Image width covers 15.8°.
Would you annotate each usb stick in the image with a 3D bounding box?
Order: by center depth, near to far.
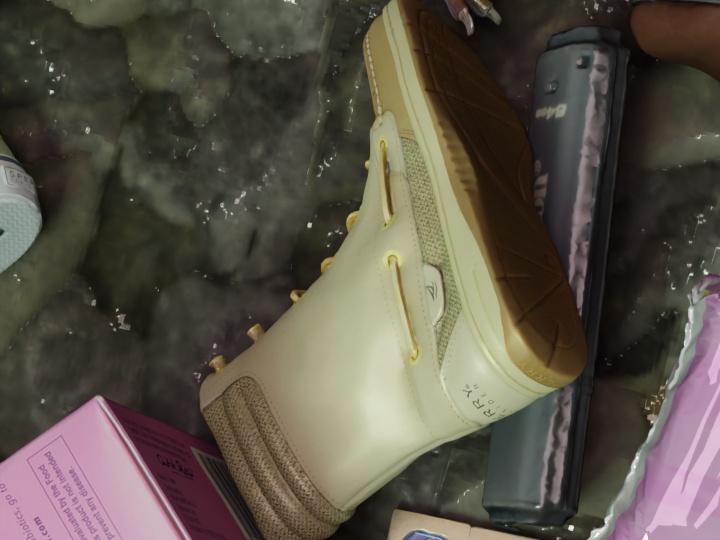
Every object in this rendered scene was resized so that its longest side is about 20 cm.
[{"bbox_3d":[0.079,0.004,1.036,0.032,0.055,0.202,10,82,-17],"label":"usb stick"}]

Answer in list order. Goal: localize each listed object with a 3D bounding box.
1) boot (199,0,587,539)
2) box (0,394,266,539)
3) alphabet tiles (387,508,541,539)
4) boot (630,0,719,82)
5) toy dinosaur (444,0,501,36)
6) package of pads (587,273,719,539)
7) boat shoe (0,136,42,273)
[{"bbox_3d":[0.000,0.000,1.036,0.155,0.073,0.201,-38,48,26],"label":"boot"},{"bbox_3d":[-0.127,0.151,0.986,0.199,0.176,0.097,-36,74,5],"label":"box"},{"bbox_3d":[0.060,0.190,1.036,0.198,0.008,0.169,10,84,12],"label":"alphabet tiles"},{"bbox_3d":[0.165,0.000,1.029,0.187,0.068,0.201,22,93,5],"label":"boot"},{"bbox_3d":[0.081,-0.172,1.005,0.199,0.182,0.106,9,55,-30],"label":"toy dinosaur"},{"bbox_3d":[0.193,0.094,0.957,0.199,0.076,0.121,23,95,2],"label":"package of pads"},{"bbox_3d":[-0.225,0.005,1.092,0.199,0.072,0.062,-30,53,1],"label":"boat shoe"}]
